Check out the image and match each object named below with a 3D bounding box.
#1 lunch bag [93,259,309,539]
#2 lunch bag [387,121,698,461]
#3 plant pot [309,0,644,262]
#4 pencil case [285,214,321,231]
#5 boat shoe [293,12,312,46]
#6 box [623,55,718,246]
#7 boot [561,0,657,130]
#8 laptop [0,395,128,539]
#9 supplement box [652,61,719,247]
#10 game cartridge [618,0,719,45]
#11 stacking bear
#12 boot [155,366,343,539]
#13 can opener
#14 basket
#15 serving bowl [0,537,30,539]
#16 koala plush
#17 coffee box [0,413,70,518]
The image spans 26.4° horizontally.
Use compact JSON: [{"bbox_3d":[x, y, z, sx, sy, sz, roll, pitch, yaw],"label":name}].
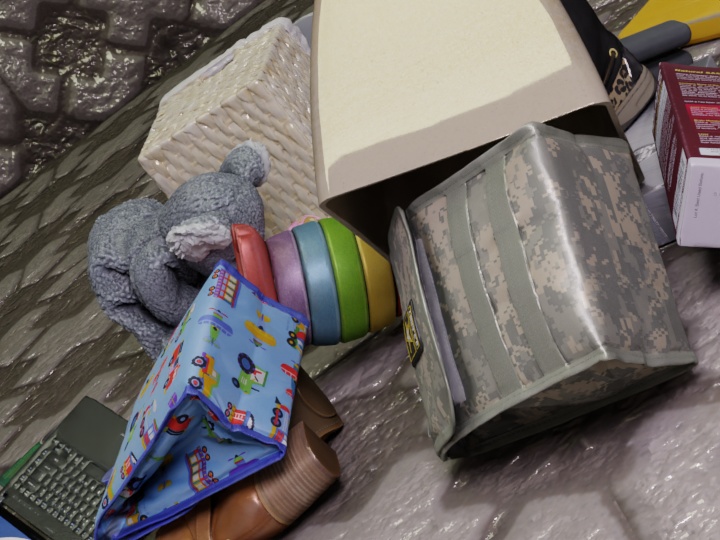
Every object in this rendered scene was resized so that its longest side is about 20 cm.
[{"bbox_3d":[-0.142,0.116,1.178,0.200,0.094,0.151,-42,23,31],"label":"lunch bag"},{"bbox_3d":[0.095,0.021,1.007,0.117,0.165,0.200,5,-27,-41],"label":"lunch bag"},{"bbox_3d":[0.070,-0.135,1.084,0.199,0.178,0.200,-19,-18,13],"label":"plant pot"},{"bbox_3d":[-0.083,0.032,1.459,0.086,0.083,0.200,11,46,34],"label":"pencil case"},{"bbox_3d":[-0.099,-0.363,2.446,0.199,0.069,0.057,-28,20,33],"label":"boat shoe"},{"bbox_3d":[0.210,-0.077,1.226,0.158,0.048,0.200,-25,22,34],"label":"box"},{"bbox_3d":[0.136,-0.145,1.205,0.200,0.151,0.073,-45,20,-23],"label":"boot"},{"bbox_3d":[-0.279,0.187,1.331,0.177,0.103,0.200,23,65,43],"label":"laptop"},{"bbox_3d":[0.262,-0.080,1.044,0.108,0.061,0.200,5,27,4],"label":"supplement box"},{"bbox_3d":[0.355,-0.275,1.464,0.176,0.032,0.200,-47,18,-25],"label":"game cartridge"},{"bbox_3d":[0.000,0.000,1.286,0.199,0.114,0.121,-11,4,-7],"label":"stacking bear"},{"bbox_3d":[-0.090,0.158,1.213,0.155,0.077,0.200,-38,25,11],"label":"boot"},{"bbox_3d":[0.221,-0.164,1.331,0.199,0.054,0.067,-24,30,-26],"label":"can opener"},{"bbox_3d":[-0.115,-0.140,1.744,0.198,0.200,0.161,-30,22,23],"label":"basket"},{"bbox_3d":[-0.274,0.303,1.140,0.199,0.066,0.201,-19,49,23],"label":"serving bowl"},{"bbox_3d":[-0.164,-0.029,1.521,0.200,0.184,0.178,-45,10,46],"label":"koala plush"},{"bbox_3d":[-0.276,0.193,1.489,0.123,0.044,0.200,-43,20,-16],"label":"coffee box"}]
